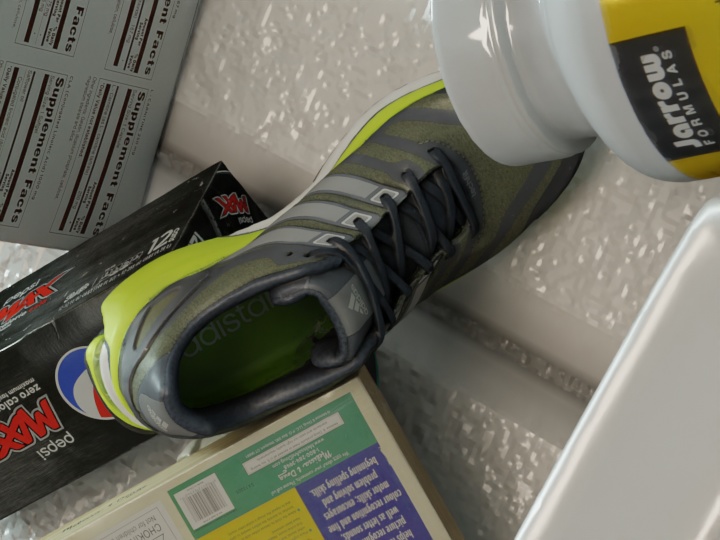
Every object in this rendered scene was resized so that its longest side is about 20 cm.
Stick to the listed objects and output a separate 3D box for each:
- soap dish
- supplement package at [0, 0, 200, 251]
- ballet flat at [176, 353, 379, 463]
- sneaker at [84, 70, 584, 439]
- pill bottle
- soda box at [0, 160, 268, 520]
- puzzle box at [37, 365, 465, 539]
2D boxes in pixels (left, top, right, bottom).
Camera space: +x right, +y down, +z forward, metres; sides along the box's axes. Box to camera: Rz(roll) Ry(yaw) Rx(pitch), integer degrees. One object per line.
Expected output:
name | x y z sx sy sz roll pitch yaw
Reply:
soap dish | 0.123 0.091 0.757 0.157 0.081 0.201 37 102 54
supplement package | -0.199 -0.109 1.009 0.190 0.200 0.148 21 97 33
ballet flat | -0.044 0.109 0.961 0.073 0.073 0.201 18 96 34
sneaker | 0.000 0.000 0.896 0.200 0.074 0.081 -37 21 -5
pill bottle | 0.126 -0.089 0.785 0.199 0.112 0.113 -11 79 31
soda box | -0.116 0.039 1.005 0.199 0.071 0.063 -28 111 29
puzzle box | -0.051 0.137 0.919 0.199 0.025 0.134 -29 98 9
